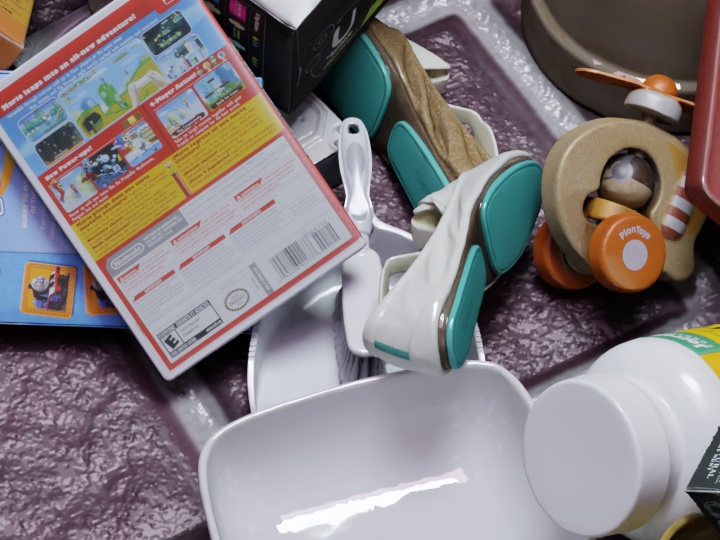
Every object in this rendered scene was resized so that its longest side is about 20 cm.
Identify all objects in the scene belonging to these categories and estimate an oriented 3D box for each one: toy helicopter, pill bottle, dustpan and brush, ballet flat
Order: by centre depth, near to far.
[{"bbox_3d":[0.184,0.087,1.504,0.200,0.113,0.113,-8,46,-43],"label":"pill bottle"},{"bbox_3d":[0.050,-0.011,1.604,0.069,0.070,0.200,16,38,12],"label":"ballet flat"},{"bbox_3d":[0.000,0.000,1.651,0.139,0.057,0.200,-2,52,-2],"label":"dustpan and brush"},{"bbox_3d":[0.196,-0.060,1.674,0.199,0.079,0.133,-6,94,-28],"label":"toy helicopter"},{"bbox_3d":[0.038,-0.098,1.734,0.072,0.068,0.200,-10,50,-34],"label":"ballet flat"}]

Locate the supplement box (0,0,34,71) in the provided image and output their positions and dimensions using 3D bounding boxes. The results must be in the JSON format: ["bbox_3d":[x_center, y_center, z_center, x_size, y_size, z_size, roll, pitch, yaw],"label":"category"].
[{"bbox_3d":[-0.238,-0.186,1.733,0.069,0.067,0.200,32,31,-21],"label":"supplement box"}]

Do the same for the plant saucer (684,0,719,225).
[{"bbox_3d":[0.262,-0.074,1.655,0.037,0.200,0.200,-22,45,41],"label":"plant saucer"}]

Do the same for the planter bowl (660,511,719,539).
[{"bbox_3d":[0.165,0.231,1.430,0.083,0.200,0.201,-19,44,31],"label":"planter bowl"}]

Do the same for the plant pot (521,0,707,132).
[{"bbox_3d":[0.206,-0.216,1.752,0.199,0.174,0.201,1,53,-1],"label":"plant pot"}]

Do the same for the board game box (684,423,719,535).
[{"bbox_3d":[0.256,0.129,1.475,0.028,0.200,0.135,-2,47,46],"label":"board game box"}]

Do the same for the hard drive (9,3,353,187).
[{"bbox_3d":[-0.114,-0.101,1.746,0.139,0.038,0.200,-31,59,-22],"label":"hard drive"}]

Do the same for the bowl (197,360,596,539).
[{"bbox_3d":[0.021,0.158,1.520,0.199,0.075,0.200,-14,54,-11],"label":"bowl"}]

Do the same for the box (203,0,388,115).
[{"bbox_3d":[-0.075,-0.223,1.683,0.200,0.124,0.149,35,71,11],"label":"box"}]

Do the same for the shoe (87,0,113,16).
[{"bbox_3d":[-0.148,-0.202,1.766,0.070,0.053,0.200,-18,54,-14],"label":"shoe"}]

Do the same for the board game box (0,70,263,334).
[{"bbox_3d":[-0.159,-0.041,1.644,0.199,0.037,0.152,2,93,0],"label":"board game box"}]

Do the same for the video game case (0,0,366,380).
[{"bbox_3d":[-0.110,-0.057,1.614,0.143,0.017,0.200,-34,91,3],"label":"video game case"}]
